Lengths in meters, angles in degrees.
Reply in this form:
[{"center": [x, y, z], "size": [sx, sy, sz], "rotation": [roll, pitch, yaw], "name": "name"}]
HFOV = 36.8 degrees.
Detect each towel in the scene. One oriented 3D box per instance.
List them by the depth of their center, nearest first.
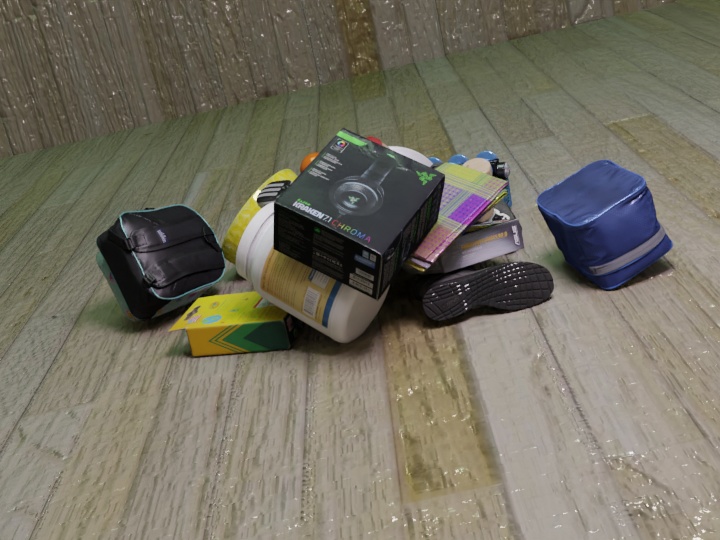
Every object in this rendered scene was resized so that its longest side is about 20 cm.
[{"center": [0.108, -0.083, 1.588], "size": [0.143, 0.023, 0.200], "rotation": [24, 56, 40], "name": "towel"}]

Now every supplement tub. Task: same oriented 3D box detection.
[{"center": [-0.068, -0.001, 1.576], "size": [0.198, 0.146, 0.144], "rotation": [29, 37, 20], "name": "supplement tub"}]

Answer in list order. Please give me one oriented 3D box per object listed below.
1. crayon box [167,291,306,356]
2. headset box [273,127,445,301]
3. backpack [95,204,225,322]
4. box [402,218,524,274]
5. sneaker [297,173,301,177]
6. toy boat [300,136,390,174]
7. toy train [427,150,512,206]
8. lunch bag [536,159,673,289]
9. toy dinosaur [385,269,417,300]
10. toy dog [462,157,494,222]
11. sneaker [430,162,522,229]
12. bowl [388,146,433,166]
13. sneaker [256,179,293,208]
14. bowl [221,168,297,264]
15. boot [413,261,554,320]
[{"center": [-0.182, 0.079, 1.674], "size": [0.197, 0.052, 0.127], "rotation": [-5, 22, 20], "name": "crayon box"}, {"center": [0.002, -0.085, 1.497], "size": [0.172, 0.094, 0.200], "rotation": [26, 50, 17], "name": "headset box"}, {"center": [-0.338, -0.016, 1.850], "size": [0.199, 0.177, 0.153], "rotation": [-24, -10, -46], "name": "backpack"}, {"center": [0.135, -0.035, 1.700], "size": [0.156, 0.049, 0.199], "rotation": [-16, 6, -28], "name": "box"}, {"center": [-0.097, -0.071, 1.836], "size": [0.072, 0.203, 0.071], "rotation": [12, 7, -16], "name": "sneaker"}, {"center": [-0.037, -0.148, 1.727], "size": [0.129, 0.133, 0.199], "rotation": [19, -19, -31], "name": "toy boat"}, {"center": [0.178, -0.147, 1.960], "size": [0.197, 0.116, 0.087], "rotation": [-5, 17, 22], "name": "toy train"}, {"center": [0.357, -0.064, 1.596], "size": [0.135, 0.133, 0.200], "rotation": [-30, 21, 0], "name": "lunch bag"}, {"center": [0.000, 0.000, 1.688], "size": [0.076, 0.104, 0.199], "rotation": [-27, 20, -34], "name": "toy dinosaur"}, {"center": [0.121, -0.108, 1.712], "size": [0.198, 0.133, 0.097], "rotation": [-18, 32, 31], "name": "toy dog"}, {"center": [0.194, -0.107, 1.813], "size": [0.200, 0.067, 0.090], "rotation": [42, 21, 16], "name": "sneaker"}, {"center": [0.049, -0.104, 1.858], "size": [0.198, 0.203, 0.091], "rotation": [-11, 40, 5], "name": "bowl"}, {"center": [-0.059, -0.083, 1.669], "size": [0.197, 0.117, 0.075], "rotation": [2, 39, 34], "name": "sneaker"}, {"center": [-0.146, -0.068, 1.936], "size": [0.107, 0.201, 0.200], "rotation": [39, 38, 10], "name": "bowl"}, {"center": [0.177, 0.015, 1.596], "size": [0.196, 0.071, 0.132], "rotation": [-7, 12, 0], "name": "boot"}]
